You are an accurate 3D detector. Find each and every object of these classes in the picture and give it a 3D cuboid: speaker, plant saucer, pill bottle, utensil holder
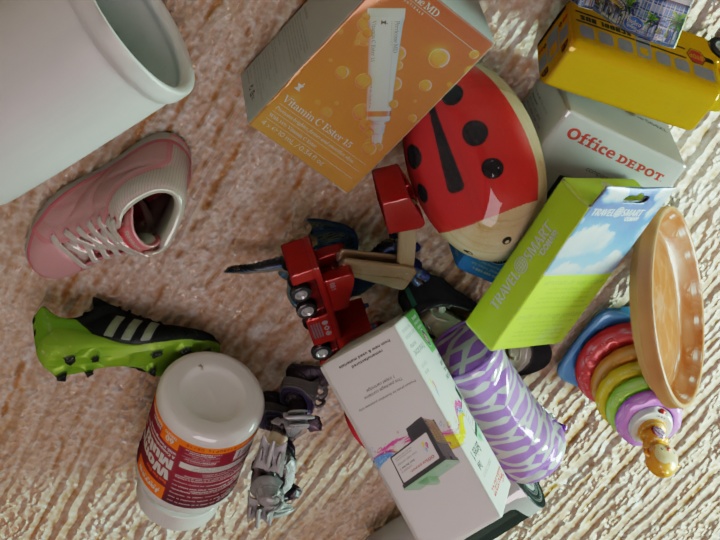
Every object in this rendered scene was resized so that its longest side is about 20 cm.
[{"bbox_3d":[0.102,0.280,1.933,0.200,0.081,0.081,-35,123,15],"label":"speaker"},{"bbox_3d":[0.303,0.037,1.728,0.032,0.201,0.201,-5,129,24],"label":"plant saucer"},{"bbox_3d":[-0.169,0.179,1.776,0.109,0.110,0.200,7,142,-13],"label":"pill bottle"},{"bbox_3d":[-0.272,-0.172,1.505,0.200,0.170,0.170,-32,123,15],"label":"utensil holder"}]

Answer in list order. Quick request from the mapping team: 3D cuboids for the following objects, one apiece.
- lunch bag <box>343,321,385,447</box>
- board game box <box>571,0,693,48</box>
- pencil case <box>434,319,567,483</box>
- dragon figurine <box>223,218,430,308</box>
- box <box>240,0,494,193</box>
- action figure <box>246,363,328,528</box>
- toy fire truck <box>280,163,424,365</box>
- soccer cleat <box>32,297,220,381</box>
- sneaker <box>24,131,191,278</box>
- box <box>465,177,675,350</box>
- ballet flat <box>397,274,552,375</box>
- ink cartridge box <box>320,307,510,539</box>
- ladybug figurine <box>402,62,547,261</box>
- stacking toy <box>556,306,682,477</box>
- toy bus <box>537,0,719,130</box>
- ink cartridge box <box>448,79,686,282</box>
[{"bbox_3d":[0.063,0.164,1.784,0.082,0.176,0.200,-36,122,16],"label":"lunch bag"},{"bbox_3d":[0.243,-0.315,1.493,0.061,0.200,0.200,12,108,-17],"label":"board game box"},{"bbox_3d":[0.143,0.132,1.754,0.085,0.084,0.200,-43,132,-8],"label":"pencil case"},{"bbox_3d":[-0.032,-0.012,1.718,0.199,0.059,0.100,18,120,-20],"label":"dragon figurine"},{"bbox_3d":[0.004,-0.191,1.575,0.124,0.098,0.200,33,114,-27],"label":"box"},{"bbox_3d":[-0.075,0.175,1.756,0.069,0.200,0.130,21,123,-7],"label":"action figure"},{"bbox_3d":[0.000,0.000,1.655,0.141,0.049,0.200,-18,137,0],"label":"toy fire truck"},{"bbox_3d":[-0.232,0.065,1.740,0.199,0.081,0.068,2,140,-35],"label":"soccer cleat"},{"bbox_3d":[-0.240,-0.041,1.640,0.200,0.105,0.075,-36,124,17],"label":"sneaker"},{"bbox_3d":[0.194,-0.014,1.623,0.122,0.048,0.200,-3,134,-48],"label":"box"},{"bbox_3d":[0.121,0.071,1.795,0.200,0.073,0.073,31,115,-26],"label":"ballet flat"},{"bbox_3d":[0.055,0.147,1.613,0.084,0.145,0.200,-29,90,10],"label":"ink cartridge box"},{"bbox_3d":[0.098,-0.102,1.616,0.135,0.072,0.201,-22,88,32],"label":"ladybug figurine"},{"bbox_3d":[0.288,0.139,1.787,0.116,0.200,0.110,24,118,-22],"label":"stacking toy"},{"bbox_3d":[0.267,-0.189,1.620,0.199,0.078,0.065,16,138,-18],"label":"toy bus"},{"bbox_3d":[0.196,-0.074,1.694,0.146,0.084,0.200,22,120,-22],"label":"ink cartridge box"}]
